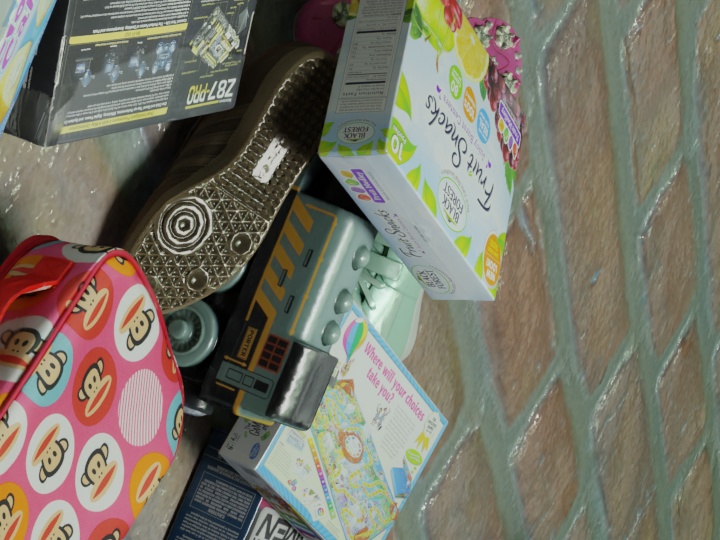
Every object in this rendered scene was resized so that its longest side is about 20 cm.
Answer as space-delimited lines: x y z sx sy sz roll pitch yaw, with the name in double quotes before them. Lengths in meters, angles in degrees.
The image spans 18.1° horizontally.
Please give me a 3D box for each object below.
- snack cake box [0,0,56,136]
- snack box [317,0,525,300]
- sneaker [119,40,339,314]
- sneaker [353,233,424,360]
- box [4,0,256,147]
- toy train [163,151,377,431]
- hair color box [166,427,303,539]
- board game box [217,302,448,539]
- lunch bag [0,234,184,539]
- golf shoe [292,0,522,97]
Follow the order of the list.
"snack cake box" -0.194 -0.119 1.088 0.115 0.067 0.202 161 -49 -87
"snack box" 0.044 -0.087 1.443 0.200 0.053 0.143 50 47 -54
"sneaker" -0.086 -0.058 1.406 0.200 0.075 0.070 -49 119 -7
"sneaker" 0.000 0.000 1.631 0.118 0.073 0.202 -32 135 -49
"box" -0.123 -0.162 1.275 0.200 0.049 0.163 -21 125 -59
"toy train" -0.054 0.009 1.472 0.201 0.113 0.085 -67 156 -4
"hair color box" -0.101 0.221 1.608 0.201 0.060 0.100 -67 155 -5
"board game box" -0.014 0.117 1.584 0.135 0.034 0.200 -60 147 -16
"lunch bag" -0.179 0.083 1.225 0.201 0.081 0.177 -58 146 -36
"golf shoe" 0.020 -0.147 1.558 0.199 0.091 0.076 9 85 -42
